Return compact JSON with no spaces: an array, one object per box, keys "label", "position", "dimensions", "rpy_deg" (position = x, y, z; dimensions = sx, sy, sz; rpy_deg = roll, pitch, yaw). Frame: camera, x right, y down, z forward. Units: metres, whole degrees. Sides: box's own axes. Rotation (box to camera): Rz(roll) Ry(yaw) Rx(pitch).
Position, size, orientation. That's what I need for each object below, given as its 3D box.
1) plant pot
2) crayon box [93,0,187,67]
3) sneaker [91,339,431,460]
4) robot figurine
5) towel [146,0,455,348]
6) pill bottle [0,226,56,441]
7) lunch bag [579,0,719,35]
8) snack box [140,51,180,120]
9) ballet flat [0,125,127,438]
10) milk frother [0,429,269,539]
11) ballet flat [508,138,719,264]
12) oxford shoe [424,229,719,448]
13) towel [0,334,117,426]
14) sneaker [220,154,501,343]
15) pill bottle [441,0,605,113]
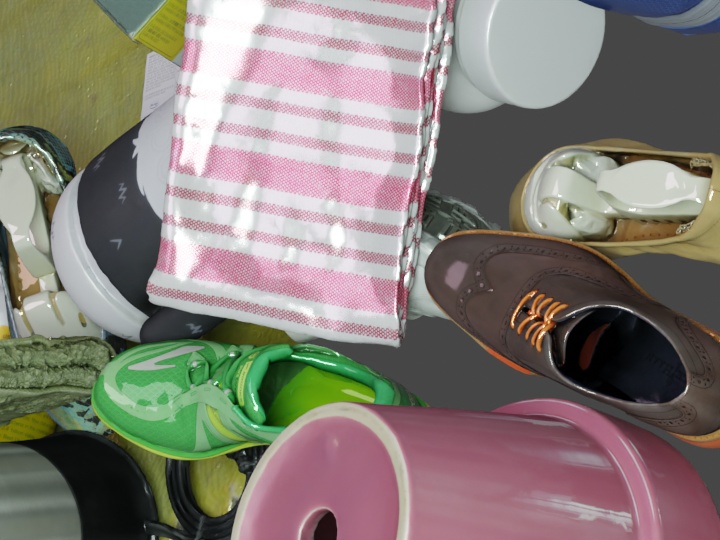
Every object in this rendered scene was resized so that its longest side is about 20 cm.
[{"label":"plant pot","position":[0.044,0.146,1.356],"dimensions":[0.200,0.179,0.200],"rpy_deg":[-23,58,42]},{"label":"crayon box","position":[-0.056,-0.207,1.646],"dimensions":[0.200,0.127,0.051],"rpy_deg":[-46,70,6]},{"label":"sneaker","position":[-0.056,0.064,1.540],"dimensions":[0.200,0.084,0.074],"rpy_deg":[6,62,23]},{"label":"robot figurine","position":[-0.090,-0.037,1.648],"dimensions":[0.200,0.150,0.125],"rpy_deg":[-35,89,36]},{"label":"towel","position":[-0.033,-0.068,1.473],"dimensions":[0.146,0.030,0.200],"rpy_deg":[9,92,20]},{"label":"pill bottle","position":[-0.238,0.074,1.786],"dimensions":[0.104,0.104,0.200],"rpy_deg":[5,77,51]},{"label":"lunch bag","position":[0.166,-0.222,1.421],"dimensions":[0.136,0.132,0.200],"rpy_deg":[4,77,66]},{"label":"snack box","position":[-0.064,-0.120,1.730],"dimensions":[0.200,0.024,0.072],"rpy_deg":[-15,64,46]},{"label":"ballet flat","position":[-0.192,0.005,1.716],"dimensions":[0.074,0.074,0.200],"rpy_deg":[-30,72,39]},{"label":"milk frother","position":[-0.170,0.132,1.607],"dimensions":[0.180,0.188,0.200],"rpy_deg":[33,104,23]},{"label":"ballet flat","position":[0.131,-0.040,1.431],"dimensions":[0.200,0.063,0.069],"rpy_deg":[1,74,50]},{"label":"oxford shoe","position":[0.103,0.023,1.389],"dimensions":[0.200,0.073,0.071],"rpy_deg":[23,92,35]},{"label":"towel","position":[-0.244,0.073,1.576],"dimensions":[0.148,0.200,0.036],"rpy_deg":[-21,80,34]},{"label":"sneaker","position":[0.000,0.000,1.527],"dimensions":[0.200,0.078,0.099],"rpy_deg":[24,114,19]},{"label":"pill bottle","position":[0.039,-0.148,1.549],"dimensions":[0.200,0.112,0.112],"rpy_deg":[22,91,50]}]
